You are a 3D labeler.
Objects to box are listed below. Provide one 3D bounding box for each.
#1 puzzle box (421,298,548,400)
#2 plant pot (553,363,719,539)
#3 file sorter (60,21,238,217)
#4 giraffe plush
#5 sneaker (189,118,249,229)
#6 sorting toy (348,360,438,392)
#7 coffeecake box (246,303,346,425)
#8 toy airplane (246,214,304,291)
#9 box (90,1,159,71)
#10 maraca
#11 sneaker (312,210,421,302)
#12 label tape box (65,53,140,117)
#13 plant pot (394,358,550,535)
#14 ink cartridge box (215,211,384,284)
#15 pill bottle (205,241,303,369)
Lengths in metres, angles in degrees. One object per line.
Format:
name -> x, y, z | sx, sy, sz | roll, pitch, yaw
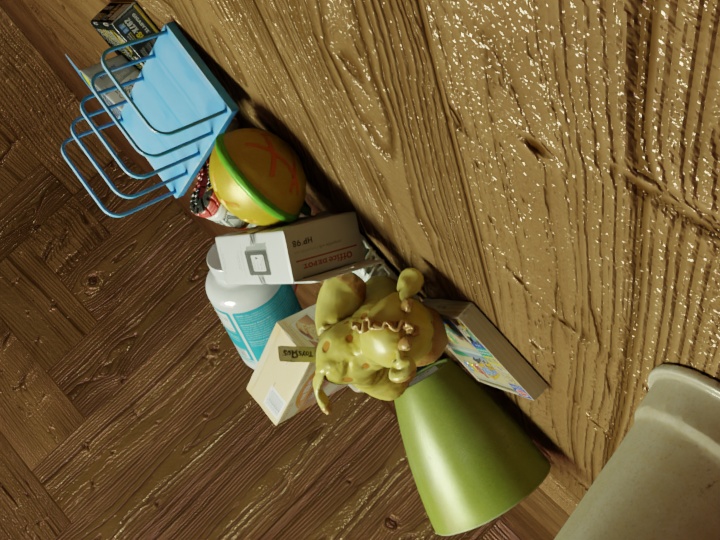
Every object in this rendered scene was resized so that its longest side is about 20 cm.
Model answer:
puzzle box -> 0.139, 0.091, 1.220 | 0.133, 0.025, 0.200 | 46, 172, -7
plant pot -> 0.232, 0.203, 0.744 | 0.200, 0.183, 0.200 | 45, 172, 8
file sorter -> -0.270, -0.178, 1.262 | 0.139, 0.123, 0.200 | 52, 138, 6
giraffe plush -> 0.029, 0.072, 1.186 | 0.162, 0.200, 0.173 | -20, 88, 47
sneaker -> -0.175, -0.125, 1.358 | 0.082, 0.078, 0.200 | 29, -143, -26
sorting toy -> 0.046, 0.146, 1.579 | 0.200, 0.184, 0.037 | -158, 69, -65
coffeecake box -> -0.041, 0.105, 1.389 | 0.073, 0.200, 0.154 | 48, 137, 20
toy airplane -> -0.136, -0.062, 1.568 | 0.199, 0.141, 0.200 | 59, -156, -18
box -> -0.286, -0.287, 1.439 | 0.200, 0.049, 0.160 | 50, 168, -26
maraca -> -0.118, -0.114, 1.258 | 0.137, 0.107, 0.200 | 55, -167, 7
sneaker -> 0.000, 0.000, 1.331 | 0.200, 0.070, 0.080 | 37, 149, 14
label tape box -> -0.323, -0.237, 1.475 | 0.200, 0.066, 0.143 | 44, 170, 22
plant pot -> 0.135, 0.234, 1.431 | 0.200, 0.187, 0.187 | 59, 171, -1
ink cartridge box -> -0.077, -0.028, 1.262 | 0.200, 0.116, 0.067 | -2, 102, 52
pill bottle -> -0.147, 0.043, 1.422 | 0.111, 0.111, 0.200 | 38, 158, 42
